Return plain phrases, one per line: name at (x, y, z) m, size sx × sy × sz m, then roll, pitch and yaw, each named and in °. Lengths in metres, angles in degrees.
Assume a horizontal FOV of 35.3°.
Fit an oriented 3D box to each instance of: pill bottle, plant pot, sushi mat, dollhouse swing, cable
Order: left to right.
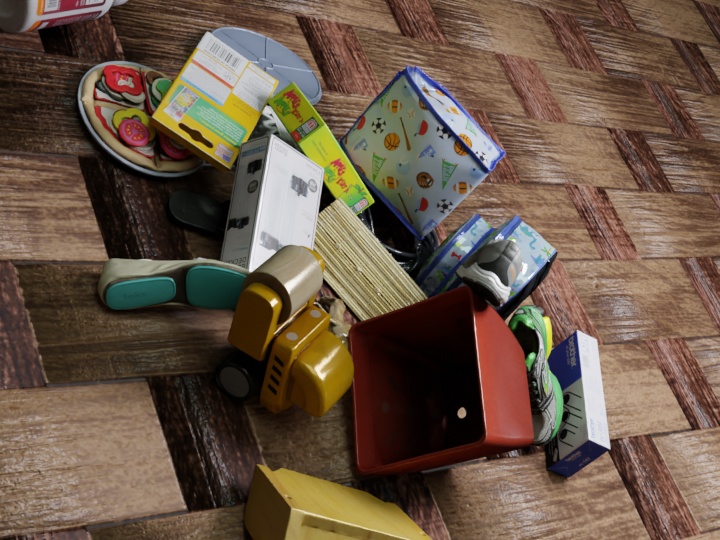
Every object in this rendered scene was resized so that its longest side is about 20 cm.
pill bottle at (-0.413, -0.396, 1.556) m, size 0.113 × 0.113 × 0.199 m, roll 52°, pitch 39°, yaw 9°
dollhouse swing at (-0.041, 0.355, 1.295) m, size 0.198 × 0.177 × 0.182 m, roll 20°, pitch 4°, yaw -26°
sushi mat at (0.000, 0.000, 1.604) m, size 0.200 × 0.096 × 0.012 m, roll 49°, pitch -5°, yaw 4°
cable at (0.048, -0.069, 1.728) m, size 0.162 × 0.051 × 0.201 m, roll 15°, pitch 44°, yaw -37°
plant pot at (0.119, 0.161, 1.465) m, size 0.176 × 0.199 × 0.202 m, roll 24°, pitch 55°, yaw -46°

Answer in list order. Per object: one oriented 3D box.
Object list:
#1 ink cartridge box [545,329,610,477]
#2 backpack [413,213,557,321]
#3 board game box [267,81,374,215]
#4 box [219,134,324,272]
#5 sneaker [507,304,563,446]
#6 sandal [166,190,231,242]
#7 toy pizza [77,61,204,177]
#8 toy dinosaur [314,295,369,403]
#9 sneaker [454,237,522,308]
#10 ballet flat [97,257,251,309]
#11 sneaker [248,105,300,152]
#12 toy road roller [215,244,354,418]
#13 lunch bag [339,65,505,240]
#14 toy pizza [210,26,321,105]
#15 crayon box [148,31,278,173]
ink cartridge box at (0.317, 0.197, 1.689) m, size 0.044 × 0.094 × 0.201 m, roll 25°, pitch 43°, yaw -22°
backpack at (0.172, 0.009, 1.642) m, size 0.147 × 0.200 × 0.183 m, roll 46°, pitch 40°, yaw 2°
board game box at (-0.054, -0.168, 1.615) m, size 0.102 × 0.047 × 0.200 m, roll 54°, pitch 0°, yaw 35°
box at (-0.117, -0.062, 1.491) m, size 0.116 × 0.060 × 0.202 m, roll 29°, pitch 60°, yaw -46°
sneaker at (0.239, 0.154, 1.626) m, size 0.085 × 0.077 × 0.202 m, roll -9°, pitch 90°, yaw -64°
sandal at (-0.166, -0.067, 1.538) m, size 0.198 × 0.045 × 0.076 m, roll 17°, pitch 47°, yaw -30°
toy pizza at (-0.292, -0.215, 1.557) m, size 0.199 × 0.032 × 0.202 m, roll 23°, pitch 44°, yaw -24°
toy dinosaur at (-0.025, 0.106, 1.502) m, size 0.100 × 0.058 × 0.202 m, roll 5°, pitch 54°, yaw -39°
sneaker at (0.172, -0.001, 1.443) m, size 0.074 × 0.080 × 0.200 m, roll 36°, pitch 0°, yaw 0°
ballet flat at (-0.222, 0.010, 1.387) m, size 0.198 × 0.070 × 0.070 m, roll 1°, pitch 54°, yaw -18°
sneaker at (-0.117, -0.166, 1.649) m, size 0.081 × 0.075 × 0.202 m, roll 13°, pitch 49°, yaw -44°
toy road roller at (-0.075, 0.085, 1.370) m, size 0.145 × 0.201 × 0.123 m, roll 28°, pitch 37°, yaw 15°
lunch bag at (0.087, -0.182, 1.690) m, size 0.200 × 0.170 × 0.124 m, roll 44°, pitch 27°, yaw -1°
toy pizza at (-0.153, -0.309, 1.750) m, size 0.199 × 0.032 × 0.201 m, roll 24°, pitch 31°, yaw -15°
crayon box at (-0.205, -0.223, 1.552) m, size 0.125 × 0.052 × 0.201 m, roll 33°, pitch 46°, yaw -13°
